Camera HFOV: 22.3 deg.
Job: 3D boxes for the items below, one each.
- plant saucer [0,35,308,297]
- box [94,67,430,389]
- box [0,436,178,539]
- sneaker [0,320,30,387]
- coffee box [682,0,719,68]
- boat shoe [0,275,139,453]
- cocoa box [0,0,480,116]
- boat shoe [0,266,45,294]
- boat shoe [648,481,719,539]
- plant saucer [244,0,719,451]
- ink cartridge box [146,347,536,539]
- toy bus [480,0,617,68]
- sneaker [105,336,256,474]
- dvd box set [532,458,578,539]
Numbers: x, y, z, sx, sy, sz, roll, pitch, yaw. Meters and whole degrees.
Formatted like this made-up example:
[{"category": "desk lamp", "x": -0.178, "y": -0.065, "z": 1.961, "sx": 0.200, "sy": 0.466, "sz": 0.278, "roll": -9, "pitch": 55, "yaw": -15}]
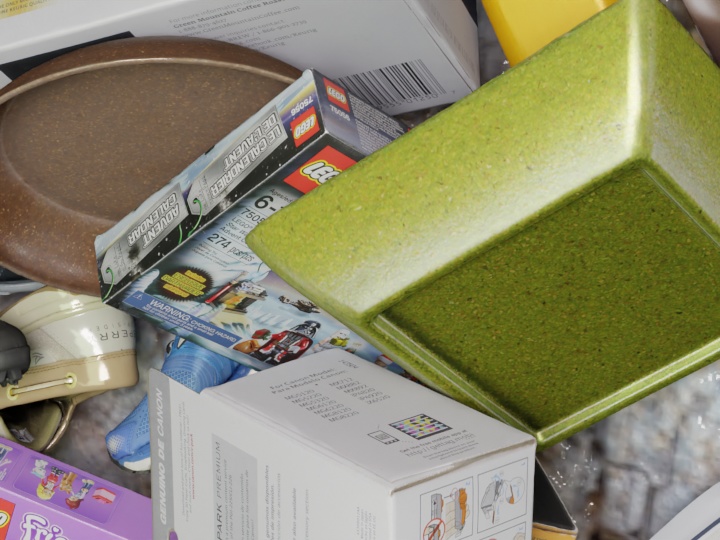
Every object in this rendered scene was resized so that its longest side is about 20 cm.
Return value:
[{"category": "plant saucer", "x": -0.087, "y": -0.049, "z": 0.821, "sx": 0.200, "sy": 0.200, "sz": 0.037, "roll": -16, "pitch": 58, "yaw": 22}, {"category": "box", "x": 0.000, "y": 0.000, "z": 0.823, "sx": 0.137, "sy": 0.200, "sz": 0.040, "roll": -36, "pitch": 48, "yaw": 27}, {"category": "box", "x": -0.124, "y": 0.181, "z": 0.952, "sx": 0.199, "sy": 0.039, "sz": 0.137, "roll": 23, "pitch": 122, "yaw": 1}, {"category": "sneaker", "x": -0.239, "y": 0.015, "z": 0.913, "sx": 0.200, "sy": 0.066, "sz": 0.091, "roll": 5, "pitch": 103, "yaw": 45}, {"category": "coffee box", "x": 0.191, "y": -0.135, "z": 0.756, "sx": 0.113, "sy": 0.080, "sz": 0.200, "roll": -20, "pitch": 127, "yaw": 21}, {"category": "boat shoe", "x": -0.185, "y": 0.066, "z": 0.962, "sx": 0.200, "sy": 0.074, "sz": 0.067, "roll": -32, "pitch": 71, "yaw": 45}, {"category": "cocoa box", "x": -0.060, "y": -0.144, "z": 0.832, "sx": 0.199, "sy": 0.133, "sz": 0.132, "roll": -11, "pitch": 64, "yaw": 21}, {"category": "boat shoe", "x": -0.202, "y": -0.023, "z": 0.969, "sx": 0.200, "sy": 0.072, "sz": 0.070, "roll": -1, "pitch": 104, "yaw": 19}, {"category": "boat shoe", "x": 0.143, "y": 0.187, "z": 0.852, "sx": 0.086, "sy": 0.202, "sz": 0.075, "roll": 39, "pitch": 154, "yaw": 36}, {"category": "plant saucer", "x": 0.089, "y": 0.002, "z": 0.767, "sx": 0.199, "sy": 0.048, "sz": 0.200, "roll": -31, "pitch": 136, "yaw": 23}, {"category": "ink cartridge box", "x": -0.013, "y": 0.146, "z": 0.810, "sx": 0.175, "sy": 0.084, "sz": 0.201, "roll": 23, "pitch": 118, "yaw": 47}, {"category": "toy bus", "x": 0.126, "y": -0.063, "z": 0.845, "sx": 0.065, "sy": 0.078, "sz": 0.201, "roll": -22, "pitch": 97, "yaw": 23}, {"category": "sneaker", "x": -0.066, "y": 0.025, "z": 0.943, "sx": 0.089, "sy": 0.079, "sz": 0.200, "roll": 46, "pitch": 105, "yaw": 10}, {"category": "dvd box set", "x": 0.036, "y": 0.168, "z": 0.908, "sx": 0.029, "sy": 0.146, "sz": 0.201, "roll": 14, "pitch": 113, "yaw": -20}]
